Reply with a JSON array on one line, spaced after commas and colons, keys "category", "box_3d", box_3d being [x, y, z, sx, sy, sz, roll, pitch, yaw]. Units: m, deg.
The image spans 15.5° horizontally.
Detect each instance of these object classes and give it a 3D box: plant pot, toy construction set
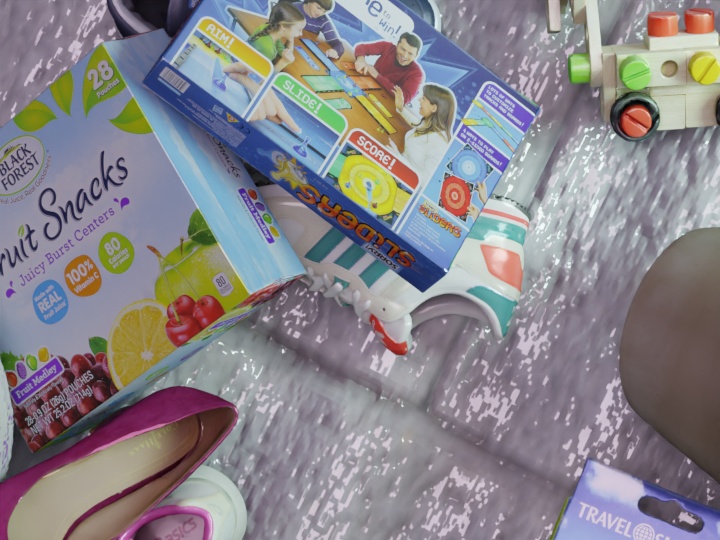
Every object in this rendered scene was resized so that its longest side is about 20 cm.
[{"category": "plant pot", "box_3d": [0.247, 0.055, 1.474, 0.173, 0.200, 0.201, 23, 86, 38]}, {"category": "toy construction set", "box_3d": [0.193, -0.148, 1.545, 0.199, 0.092, 0.132, 1, 109, 13]}]

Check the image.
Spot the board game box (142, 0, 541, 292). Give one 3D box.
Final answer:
[{"category": "board game box", "box_3d": [-0.008, -0.099, 1.500, 0.200, 0.034, 0.136, 37, 57, -8]}]

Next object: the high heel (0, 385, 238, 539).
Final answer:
[{"category": "high heel", "box_3d": [-0.155, 0.132, 1.488, 0.068, 0.096, 0.200, 55, 52, -19]}]

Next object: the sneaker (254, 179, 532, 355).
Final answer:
[{"category": "sneaker", "box_3d": [0.001, 0.000, 1.559, 0.199, 0.070, 0.094, 3, 79, 3]}]

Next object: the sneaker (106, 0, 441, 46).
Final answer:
[{"category": "sneaker", "box_3d": [-0.054, -0.152, 1.560, 0.199, 0.109, 0.070, 2, 83, 6]}]

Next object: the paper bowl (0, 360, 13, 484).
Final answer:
[{"category": "paper bowl", "box_3d": [-0.289, 0.075, 1.540, 0.200, 0.104, 0.202, 9, 108, 28]}]

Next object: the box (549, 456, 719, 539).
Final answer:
[{"category": "box", "box_3d": [0.149, 0.223, 1.535, 0.121, 0.048, 0.201, 21, 87, 6]}]

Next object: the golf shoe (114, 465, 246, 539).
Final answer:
[{"category": "golf shoe", "box_3d": [-0.154, 0.190, 1.544, 0.200, 0.092, 0.075, -43, 92, 1]}]

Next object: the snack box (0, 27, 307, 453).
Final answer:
[{"category": "snack box", "box_3d": [-0.153, -0.016, 1.533, 0.200, 0.068, 0.169, -34, 83, 33]}]
